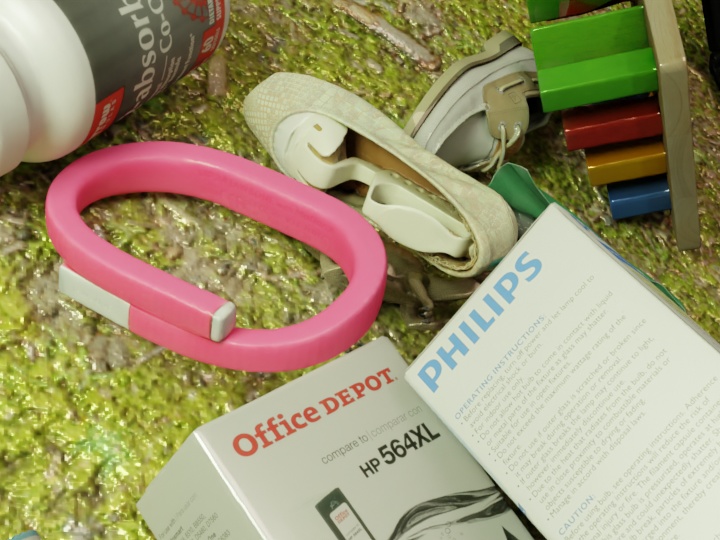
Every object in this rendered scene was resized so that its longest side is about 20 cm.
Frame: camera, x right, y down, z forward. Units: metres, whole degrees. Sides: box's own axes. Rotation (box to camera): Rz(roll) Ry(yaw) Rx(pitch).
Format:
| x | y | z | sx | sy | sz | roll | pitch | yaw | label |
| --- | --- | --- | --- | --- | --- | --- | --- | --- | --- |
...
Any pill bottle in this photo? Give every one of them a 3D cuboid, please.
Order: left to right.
| x | y | z | sx | sy | sz | roll | pitch | yaw | label |
| --- | --- | --- | --- | --- | --- | --- | --- | --- | --- |
| -0.174 | -0.132 | 0.776 | 0.116 | 0.116 | 0.200 | 42 | 45 | 3 | pill bottle |

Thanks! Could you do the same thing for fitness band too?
| x | y | z | sx | sy | sz | roll | pitch | yaw | label |
| --- | --- | --- | --- | --- | --- | --- | --- | --- | --- |
| -0.081 | -0.014 | 0.750 | 0.199 | 0.038 | 0.144 | 25 | 40 | 21 | fitness band |

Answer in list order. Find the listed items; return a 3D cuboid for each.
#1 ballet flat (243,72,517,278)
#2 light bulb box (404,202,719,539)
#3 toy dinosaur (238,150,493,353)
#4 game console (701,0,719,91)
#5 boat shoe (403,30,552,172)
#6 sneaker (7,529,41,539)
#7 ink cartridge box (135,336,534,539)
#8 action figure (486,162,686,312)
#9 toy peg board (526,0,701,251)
| x | y | z | sx | sy | sz | roll | pitch | yaw | label |
| --- | --- | --- | --- | --- | --- | --- | --- | --- | --- |
| 0.004 | -0.060 | 0.818 | 0.199 | 0.068 | 0.062 | 29 | 33 | 15 | ballet flat |
| 0.161 | 0.098 | 0.710 | 0.200 | 0.125 | 0.198 | 47 | 8 | 38 | light bulb box |
| 0.000 | 0.000 | 0.841 | 0.199 | 0.058 | 0.101 | 21 | 29 | 0 | toy dinosaur |
| 0.400 | -0.208 | 1.139 | 0.199 | 0.117 | 0.177 | -16 | 61 | 2 | game console |
| 0.085 | -0.107 | 0.951 | 0.068 | 0.075 | 0.200 | 38 | 44 | 7 | boat shoe |
| -0.179 | 0.193 | 0.549 | 0.081 | 0.077 | 0.200 | 46 | 47 | 4 | sneaker |
| 0.004 | 0.152 | 0.690 | 0.146 | 0.084 | 0.200 | -24 | 71 | -43 | ink cartridge box |
| 0.146 | 0.008 | 0.898 | 0.199 | 0.118 | 0.055 | 30 | 68 | -21 | action figure |
| 0.181 | -0.144 | 0.999 | 0.097 | 0.200 | 0.201 | -9 | 52 | 10 | toy peg board |
